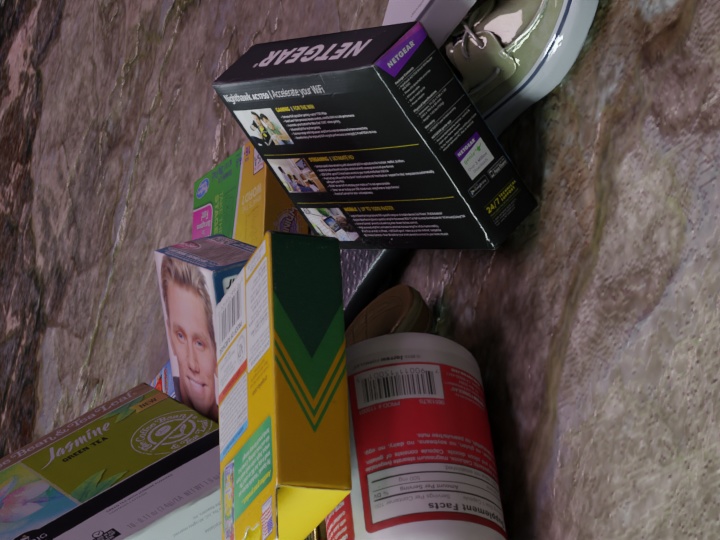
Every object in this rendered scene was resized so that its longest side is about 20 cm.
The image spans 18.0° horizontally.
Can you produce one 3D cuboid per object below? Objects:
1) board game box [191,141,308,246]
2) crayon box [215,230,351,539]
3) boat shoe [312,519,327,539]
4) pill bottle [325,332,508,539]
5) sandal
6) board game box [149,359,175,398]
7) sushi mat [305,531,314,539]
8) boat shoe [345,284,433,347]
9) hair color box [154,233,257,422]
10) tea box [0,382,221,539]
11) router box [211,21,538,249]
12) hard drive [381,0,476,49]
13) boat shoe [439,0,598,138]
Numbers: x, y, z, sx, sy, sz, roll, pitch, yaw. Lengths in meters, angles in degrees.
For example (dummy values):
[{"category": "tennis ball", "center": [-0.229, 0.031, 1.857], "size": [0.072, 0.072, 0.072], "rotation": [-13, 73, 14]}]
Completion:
[{"category": "board game box", "center": [-0.091, 0.004, 1.822], "size": [0.153, 0.040, 0.200], "rotation": [-31, 54, 59]}, {"category": "crayon box", "center": [-0.050, 0.093, 1.420], "size": [0.126, 0.052, 0.200], "rotation": [129, 143, -59]}, {"category": "boat shoe", "center": [-0.016, 0.243, 1.540], "size": [0.072, 0.067, 0.200], "rotation": [-4, 77, 65]}, {"category": "pill bottle", "center": [0.033, 0.149, 1.417], "size": [0.112, 0.112, 0.200], "rotation": [-51, 37, 47]}, {"category": "sandal", "center": [0.000, 0.000, 1.639], "size": [0.200, 0.043, 0.076], "rotation": [-46, 47, 36]}, {"category": "board game box", "center": [-0.161, 0.186, 1.912], "size": [0.135, 0.034, 0.200], "rotation": [133, 139, -52]}, {"category": "sushi mat", "center": [-0.055, 0.195, 1.538], "size": [0.012, 0.096, 0.200], "rotation": [10, 111, 35]}, {"category": "boat shoe", "center": [0.004, 0.097, 1.579], "size": [0.201, 0.063, 0.073], "rotation": [-60, 18, 24]}, {"category": "hair color box", "center": [-0.095, 0.081, 1.688], "size": [0.100, 0.060, 0.200], "rotation": [17, 117, 57]}, {"category": "tea box", "center": [-0.171, 0.201, 1.603], "size": [0.197, 0.200, 0.134], "rotation": [20, 133, 53]}, {"category": "router box", "center": [0.006, -0.084, 1.490], "size": [0.051, 0.149, 0.200], "rotation": [-46, 24, -25]}, {"category": "hard drive", "center": [0.058, -0.220, 1.526], "size": [0.132, 0.027, 0.200], "rotation": [-51, 19, 47]}, {"category": "boat shoe", "center": [0.086, -0.138, 1.466], "size": [0.200, 0.062, 0.072], "rotation": [-52, 37, 46]}]
